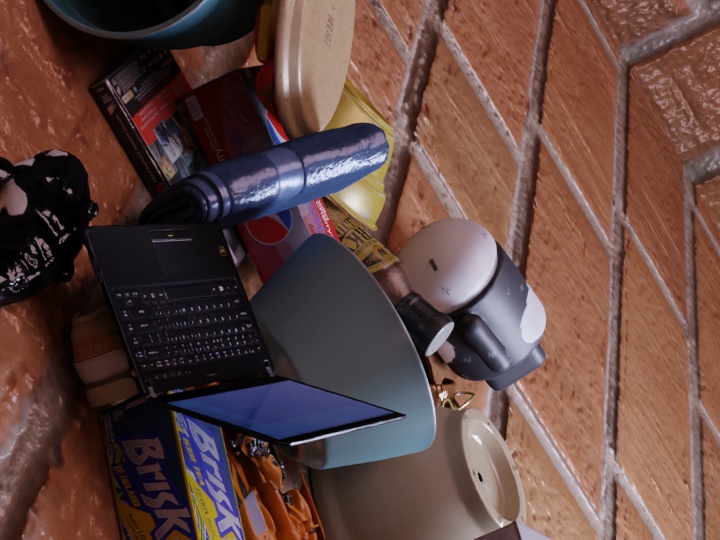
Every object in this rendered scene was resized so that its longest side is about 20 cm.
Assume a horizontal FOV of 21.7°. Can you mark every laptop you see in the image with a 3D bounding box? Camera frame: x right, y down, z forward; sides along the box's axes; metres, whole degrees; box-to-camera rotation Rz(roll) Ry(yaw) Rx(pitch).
[{"bbox_3d":[-0.082,0.040,1.354,0.177,0.103,0.201,-4,71,-62],"label":"laptop"}]

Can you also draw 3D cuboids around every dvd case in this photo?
[{"bbox_3d":[-0.153,-0.096,1.631,0.201,0.022,0.146,59,22,-14],"label":"dvd case"}]

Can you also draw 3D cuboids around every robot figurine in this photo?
[{"bbox_3d":[0.117,0.037,1.995,0.125,0.150,0.200,-54,126,-24],"label":"robot figurine"},{"bbox_3d":[-0.080,0.173,1.462,0.201,0.058,0.145,69,20,6],"label":"robot figurine"}]

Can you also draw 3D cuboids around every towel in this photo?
[{"bbox_3d":[-0.077,-0.074,1.541,0.199,0.111,0.049,-20,87,-36],"label":"towel"}]

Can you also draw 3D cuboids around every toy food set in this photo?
[{"bbox_3d":[-0.048,-0.208,1.604,0.200,0.048,0.200,-31,127,-73],"label":"toy food set"}]

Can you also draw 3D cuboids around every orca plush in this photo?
[{"bbox_3d":[-0.224,-0.040,1.331,0.106,0.071,0.200,62,21,-8],"label":"orca plush"}]

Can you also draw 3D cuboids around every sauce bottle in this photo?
[{"bbox_3d":[0.000,0.000,1.717,0.200,0.065,0.065,40,16,15],"label":"sauce bottle"}]

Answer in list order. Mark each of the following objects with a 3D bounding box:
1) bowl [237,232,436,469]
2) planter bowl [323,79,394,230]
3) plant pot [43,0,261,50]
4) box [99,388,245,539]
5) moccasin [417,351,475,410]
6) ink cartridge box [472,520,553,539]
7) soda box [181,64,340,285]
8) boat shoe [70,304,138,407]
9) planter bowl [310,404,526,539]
[{"bbox_3d":[-0.036,0.081,1.539,0.201,0.104,0.202,52,-22,31],"label":"bowl"},{"bbox_3d":[-0.028,-0.137,1.784,0.200,0.083,0.200,44,7,-7],"label":"planter bowl"},{"bbox_3d":[-0.157,-0.274,1.596,0.201,0.199,0.188,70,14,13],"label":"plant pot"},{"bbox_3d":[-0.125,0.187,1.334,0.070,0.064,0.201,29,41,-57],"label":"box"},{"bbox_3d":[0.064,0.123,1.833,0.074,0.077,0.203,7,61,-66],"label":"moccasin"},{"bbox_3d":[0.089,0.295,1.536,0.175,0.199,0.084,34,36,-53],"label":"ink cartridge box"},{"bbox_3d":[-0.083,-0.077,1.662,0.201,0.063,0.070,67,19,-1],"label":"soda box"},{"bbox_3d":[-0.152,0.040,1.413,0.069,0.074,0.200,69,22,-6],"label":"boat shoe"},{"bbox_3d":[0.064,0.200,1.673,0.200,0.134,0.201,51,25,-34],"label":"planter bowl"}]
